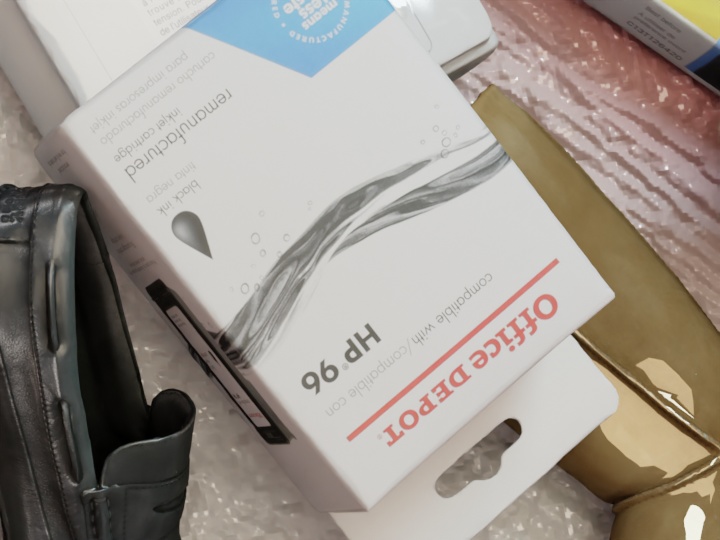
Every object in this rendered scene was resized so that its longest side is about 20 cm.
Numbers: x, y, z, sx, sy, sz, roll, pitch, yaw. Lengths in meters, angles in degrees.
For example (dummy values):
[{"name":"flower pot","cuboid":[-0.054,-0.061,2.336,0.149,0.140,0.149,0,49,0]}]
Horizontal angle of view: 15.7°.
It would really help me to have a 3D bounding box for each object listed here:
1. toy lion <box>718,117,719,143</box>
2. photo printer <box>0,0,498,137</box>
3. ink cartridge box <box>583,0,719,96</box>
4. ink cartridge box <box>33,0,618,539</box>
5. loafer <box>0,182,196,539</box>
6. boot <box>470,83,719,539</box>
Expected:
[{"name":"toy lion","cuboid":[0.231,-0.052,1.001,0.192,0.069,0.200,-43,117,-35]},{"name":"photo printer","cuboid":[-0.067,-0.126,0.946,0.166,0.069,0.200,-31,89,-19]},{"name":"ink cartridge box","cuboid":[0.158,-0.174,1.039,0.198,0.047,0.200,33,73,-7]},{"name":"ink cartridge box","cuboid":[0.000,0.000,0.872,0.116,0.068,0.200,-40,96,-15]},{"name":"loafer","cuboid":[-0.086,0.065,0.869,0.070,0.068,0.201,-13,110,19]},{"name":"boot","cuboid":[0.066,0.059,0.953,0.200,0.066,0.175,42,63,-2]}]
